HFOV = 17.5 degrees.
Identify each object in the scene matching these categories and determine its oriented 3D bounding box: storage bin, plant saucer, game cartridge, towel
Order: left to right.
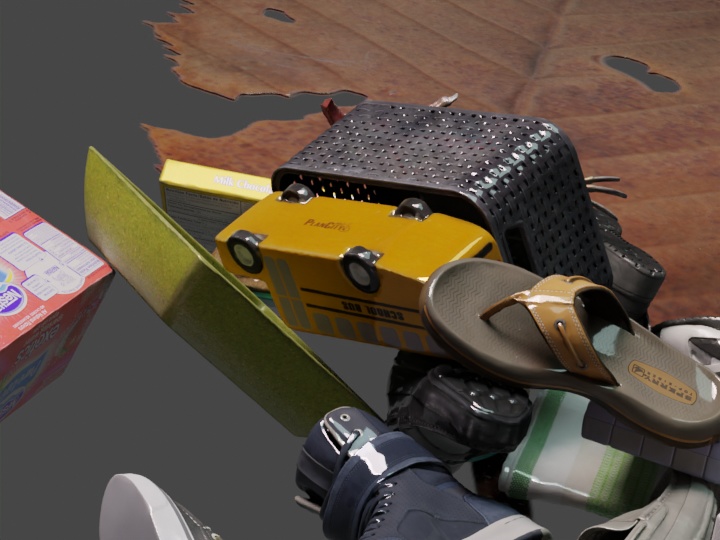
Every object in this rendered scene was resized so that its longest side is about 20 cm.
[{"bbox_3d":[-0.095,0.026,1.526,0.200,0.048,0.200,43,-1,-36],"label":"plant saucer"},{"bbox_3d":[0.052,-0.026,1.531,0.199,0.136,0.094,11,40,45],"label":"storage bin"},{"bbox_3d":[0.197,0.137,1.510,0.198,0.031,0.149,16,25,11],"label":"towel"},{"bbox_3d":[0.230,0.100,1.481,0.129,0.039,0.200,23,12,23],"label":"game cartridge"}]

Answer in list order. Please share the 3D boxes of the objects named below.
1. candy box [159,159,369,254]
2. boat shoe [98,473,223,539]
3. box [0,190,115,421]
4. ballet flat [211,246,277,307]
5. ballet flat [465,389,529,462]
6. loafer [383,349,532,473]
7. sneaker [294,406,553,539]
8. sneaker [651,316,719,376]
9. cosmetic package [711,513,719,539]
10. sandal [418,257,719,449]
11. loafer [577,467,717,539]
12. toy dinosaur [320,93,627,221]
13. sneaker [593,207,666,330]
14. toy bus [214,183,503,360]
[{"bbox_3d":[-0.049,-0.029,1.730,0.198,0.103,0.027,11,58,5],"label":"candy box"},{"bbox_3d":[-0.083,0.177,1.247,0.056,0.069,0.200,5,26,-33],"label":"boat shoe"},{"bbox_3d":[-0.249,0.038,1.447,0.102,0.095,0.200,32,26,7],"label":"box"},{"bbox_3d":[-0.016,0.005,1.672,0.199,0.073,0.068,16,-6,21],"label":"ballet flat"},{"bbox_3d":[0.081,0.066,1.572,0.069,0.070,0.200,12,18,7],"label":"ballet flat"},{"bbox_3d":[0.057,0.093,1.423,0.068,0.071,0.200,13,2,-13],"label":"loafer"},{"bbox_3d":[-0.001,0.146,1.309,0.146,0.077,0.202,35,22,27],"label":"sneaker"},{"bbox_3d":[0.264,0.080,1.614,0.199,0.089,0.074,-4,-18,41],"label":"sneaker"},{"bbox_3d":[0.279,0.173,1.344,0.199,0.103,0.074,-14,32,-43],"label":"cosmetic package"},{"bbox_3d":[0.132,0.041,1.371,0.199,0.055,0.082,26,49,1],"label":"sandal"},{"bbox_3d":[0.159,0.165,1.349,0.069,0.070,0.200,26,26,6],"label":"loafer"},{"bbox_3d":[0.079,-0.027,1.629,0.198,0.106,0.182,-1,42,-22],"label":"toy dinosaur"},{"bbox_3d":[0.162,0.022,1.673,0.060,0.105,0.200,17,15,-22],"label":"sneaker"},{"bbox_3d":[0.000,0.000,1.477,0.199,0.079,0.065,9,40,45],"label":"toy bus"}]
